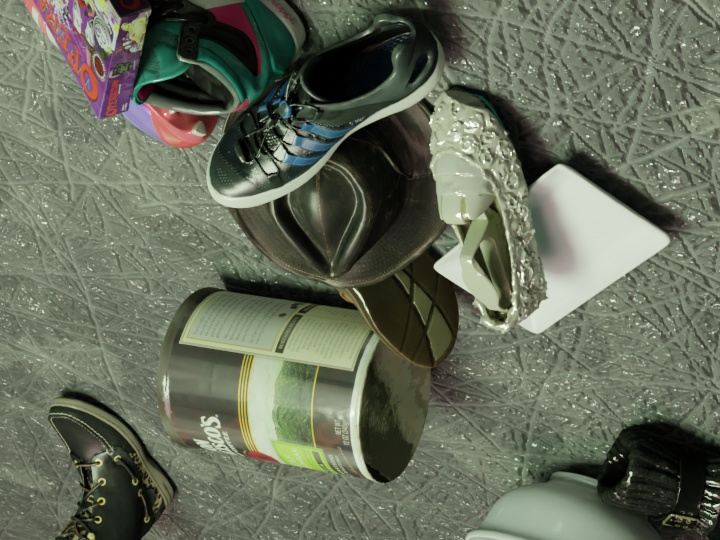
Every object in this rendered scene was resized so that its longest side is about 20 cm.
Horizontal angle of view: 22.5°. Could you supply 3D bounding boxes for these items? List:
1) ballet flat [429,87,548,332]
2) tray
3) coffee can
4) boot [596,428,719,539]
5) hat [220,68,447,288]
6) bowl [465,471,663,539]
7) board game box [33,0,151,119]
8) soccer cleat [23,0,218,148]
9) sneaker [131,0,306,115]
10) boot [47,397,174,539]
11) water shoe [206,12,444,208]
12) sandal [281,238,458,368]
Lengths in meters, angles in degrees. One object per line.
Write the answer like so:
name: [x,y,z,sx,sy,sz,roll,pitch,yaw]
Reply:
ballet flat: [0.092,-0.037,1.342,0.072,0.072,0.200,1,128,33]
tray: [0.147,-0.019,1.404,0.107,0.022,0.200,33,147,-10]
coffee can: [-0.057,0.099,1.592,0.199,0.147,0.147,7,143,26]
boot: [0.299,0.175,1.519,0.157,0.080,0.211,28,148,-4]
hat: [-0.020,-0.051,1.362,0.200,0.081,0.201,3,126,4]
bowl: [0.204,0.243,1.649,0.200,0.091,0.201,22,164,6]
board game box: [-0.207,-0.218,1.254,0.200,0.032,0.120,59,157,20]
soccer cleat: [-0.194,-0.164,1.397,0.200,0.067,0.076,40,149,-26]
sneaker: [-0.142,-0.179,1.283,0.200,0.121,0.084,36,146,-15]
boot: [-0.291,0.246,1.952,0.073,0.151,0.200,0,140,34]
water shoe: [-0.038,-0.119,1.274,0.200,0.072,0.079,-34,157,13]
sandal: [0.000,0.000,1.484,0.200,0.082,0.055,37,166,-12]
